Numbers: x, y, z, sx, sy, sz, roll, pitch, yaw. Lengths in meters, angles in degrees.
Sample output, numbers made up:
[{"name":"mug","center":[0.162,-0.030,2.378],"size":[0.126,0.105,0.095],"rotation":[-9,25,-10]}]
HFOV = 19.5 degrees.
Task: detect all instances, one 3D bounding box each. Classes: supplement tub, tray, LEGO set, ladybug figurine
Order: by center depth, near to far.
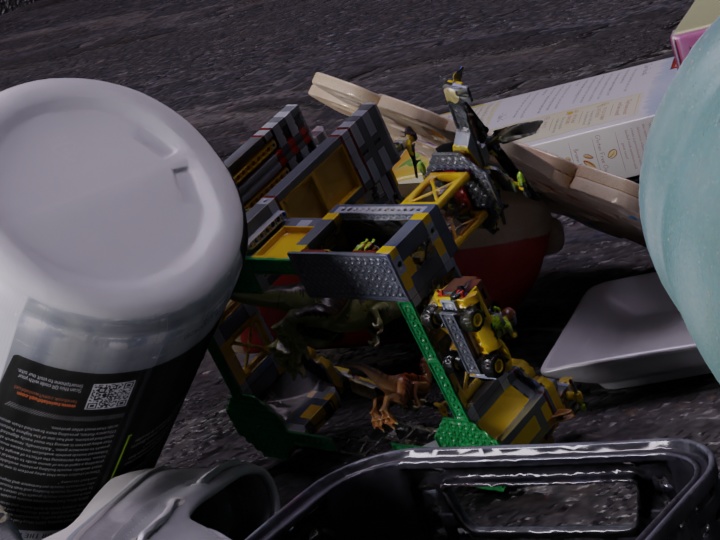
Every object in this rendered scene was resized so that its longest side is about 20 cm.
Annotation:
[{"name":"supplement tub","center":[-0.127,0.030,0.840],"size":[0.122,0.123,0.201],"rotation":[-29,-23,-38]},{"name":"LEGO set","center":[0.017,0.001,0.876],"size":[0.199,0.154,0.116],"rotation":[-7,31,51]},{"name":"tray","center":[0.182,0.016,0.890],"size":[0.198,0.022,0.107],"rotation":[-11,17,23]},{"name":"ladybug figurine","center":[0.000,0.000,1.010],"size":[0.198,0.073,0.136],"rotation":[-5,-4,7]}]

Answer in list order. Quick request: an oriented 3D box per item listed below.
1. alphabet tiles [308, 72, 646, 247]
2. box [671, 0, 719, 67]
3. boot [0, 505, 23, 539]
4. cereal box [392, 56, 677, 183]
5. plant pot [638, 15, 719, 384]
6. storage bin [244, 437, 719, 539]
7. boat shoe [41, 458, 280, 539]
[{"name":"alphabet tiles","center":[0.071,-0.050,0.982],"size":[0.199,0.015,0.195],"rotation":[23,-1,37]},{"name":"box","center":[0.281,-0.121,1.096],"size":[0.198,0.098,0.176],"rotation":[-13,15,21]},{"name":"boot","center":[-0.175,0.143,0.722],"size":[0.153,0.074,0.203],"rotation":[-26,13,-14]},{"name":"cereal box","center":[0.124,-0.081,1.273],"size":[0.198,0.040,0.144],"rotation":[-12,16,18]},{"name":"plant pot","center":[0.195,0.005,0.638],"size":[0.198,0.201,0.135],"rotation":[-16,42,6]},{"name":"storage bin","center":[0.010,0.129,0.538],"size":[0.134,0.095,0.200],"rotation":[-6,18,37]},{"name":"boat shoe","center":[-0.068,0.116,0.742],"size":[0.068,0.073,0.200],"rotation":[-17,5,11]}]
